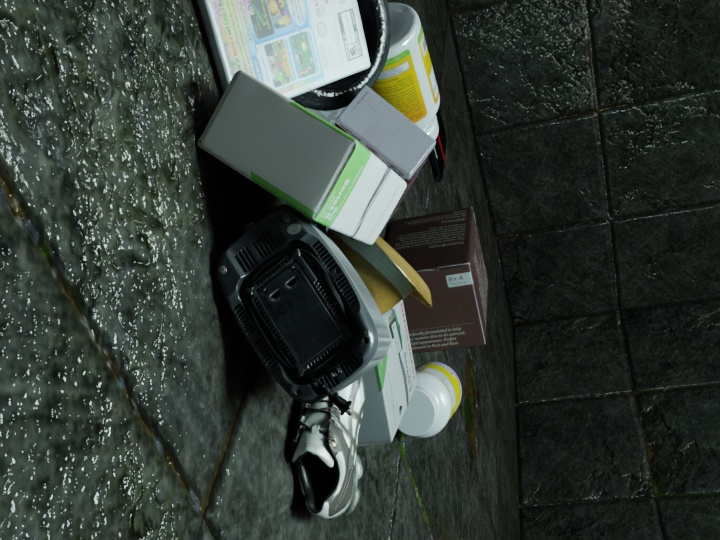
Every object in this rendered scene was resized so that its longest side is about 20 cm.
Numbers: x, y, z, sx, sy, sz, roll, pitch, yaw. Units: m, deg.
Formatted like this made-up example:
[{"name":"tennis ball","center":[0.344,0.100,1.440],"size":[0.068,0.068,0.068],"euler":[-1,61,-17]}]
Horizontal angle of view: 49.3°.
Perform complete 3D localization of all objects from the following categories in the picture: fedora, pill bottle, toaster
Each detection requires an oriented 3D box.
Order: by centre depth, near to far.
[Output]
[{"name":"toaster","center":[-0.043,0.043,0.760],"size":[0.202,0.113,0.129],"euler":[55,7,11]},{"name":"fedora","center":[-0.061,-0.288,0.905],"size":[0.091,0.197,0.205],"euler":[25,-45,58]},{"name":"fedora","center":[0.000,0.000,0.987],"size":[0.200,0.082,0.201],"euler":[42,-4,4]},{"name":"pill bottle","center":[0.055,-0.271,1.142],"size":[0.202,0.108,0.113],"euler":[65,23,-48]},{"name":"pill bottle","center":[0.107,0.217,1.309],"size":[0.200,0.102,0.107],"euler":[-6,87,-74]}]

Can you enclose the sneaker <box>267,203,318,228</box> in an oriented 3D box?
[{"name":"sneaker","center":[-0.042,0.021,0.874],"size":[0.203,0.073,0.082],"euler":[63,11,3]}]

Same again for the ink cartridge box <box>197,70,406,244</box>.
[{"name":"ink cartridge box","center":[-0.050,-0.106,0.798],"size":[0.085,0.144,0.200],"euler":[-59,163,4]}]

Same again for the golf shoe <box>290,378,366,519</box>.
[{"name":"golf shoe","center":[-0.036,0.169,0.862],"size":[0.094,0.076,0.206],"euler":[22,60,-72]}]

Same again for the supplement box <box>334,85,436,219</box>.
[{"name":"supplement box","center":[0.011,-0.125,0.964],"size":[0.061,0.108,0.200],"euler":[-51,176,-21]}]

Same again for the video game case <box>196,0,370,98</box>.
[{"name":"video game case","center":[-0.084,-0.286,0.812],"size":[0.180,0.023,0.204],"euler":[-27,115,-29]}]

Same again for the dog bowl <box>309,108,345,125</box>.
[{"name":"dog bowl","center":[-0.042,-0.304,1.118],"size":[0.200,0.057,0.206],"euler":[-8,90,-75]}]

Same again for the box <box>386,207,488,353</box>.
[{"name":"box","center":[0.135,0.016,1.396],"size":[0.202,0.162,0.167],"euler":[-73,151,-56]}]

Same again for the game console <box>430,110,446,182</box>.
[{"name":"game console","center":[0.189,-0.362,2.056],"size":[0.202,0.030,0.180],"euler":[66,26,-43]}]

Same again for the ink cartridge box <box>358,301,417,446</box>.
[{"name":"ink cartridge box","center":[0.012,0.123,1.047],"size":[0.200,0.082,0.150],"euler":[-44,125,-71]}]
